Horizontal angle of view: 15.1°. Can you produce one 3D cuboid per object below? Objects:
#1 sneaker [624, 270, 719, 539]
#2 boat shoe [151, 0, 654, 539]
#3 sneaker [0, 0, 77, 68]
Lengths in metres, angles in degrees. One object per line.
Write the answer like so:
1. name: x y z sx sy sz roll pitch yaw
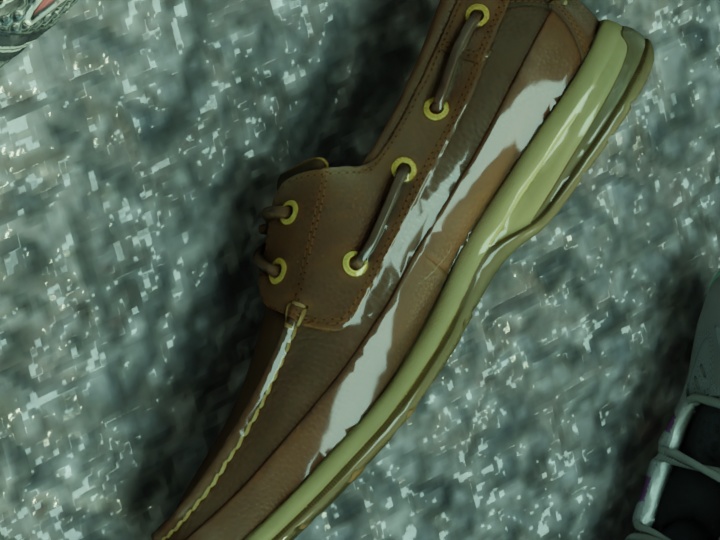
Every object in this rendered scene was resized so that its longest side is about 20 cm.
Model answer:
1. sneaker: 0.094 0.103 0.835 0.139 0.078 0.201 -12 102 -33
2. boat shoe: 0.000 0.000 0.759 0.067 0.072 0.200 36 83 -2
3. sneaker: -0.083 -0.101 0.663 0.200 0.075 0.081 -51 124 -18
